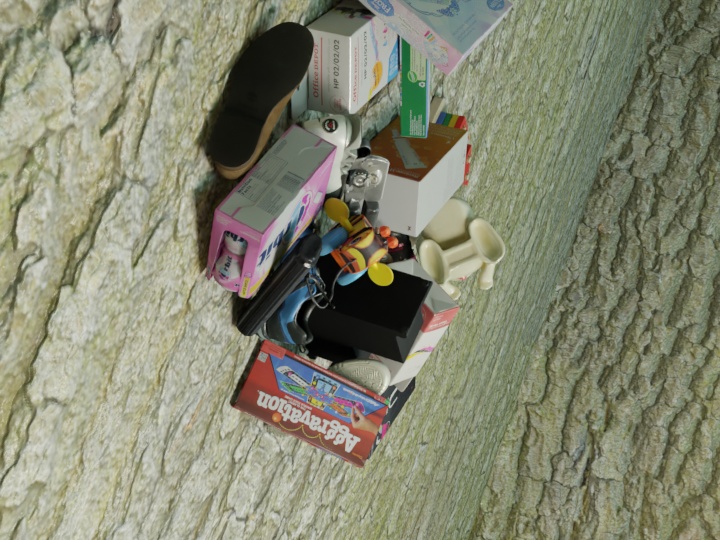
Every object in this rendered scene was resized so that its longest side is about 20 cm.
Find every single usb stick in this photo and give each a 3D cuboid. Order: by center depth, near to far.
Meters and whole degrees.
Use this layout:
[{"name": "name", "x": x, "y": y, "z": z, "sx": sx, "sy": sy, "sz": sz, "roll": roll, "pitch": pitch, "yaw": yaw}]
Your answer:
[{"name": "usb stick", "x": -0.102, "y": 0.021, "z": 1.262, "sx": 0.200, "sy": 0.033, "sz": 0.056, "roll": -47, "pitch": -172, "yaw": 48}]

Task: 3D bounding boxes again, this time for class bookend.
[{"name": "bookend", "x": 0.008, "y": 0.075, "z": 1.485, "sx": 0.092, "sy": 0.199, "sz": 0.199, "roll": -62, "pitch": 156, "yaw": -26}]

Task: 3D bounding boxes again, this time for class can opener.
[{"name": "can opener", "x": -0.001, "y": -0.097, "z": 1.417, "sx": 0.200, "sy": 0.053, "sz": 0.067, "roll": 103, "pitch": -18, "yaw": -50}]

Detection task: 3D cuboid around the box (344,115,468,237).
[{"name": "box", "x": 0.074, "y": -0.152, "z": 1.588, "sx": 0.200, "sy": 0.124, "sz": 0.098, "roll": -49, "pitch": 148, "yaw": -49}]

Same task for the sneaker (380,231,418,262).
[{"name": "sneaker", "x": 0.062, "y": -0.041, "z": 1.700, "sx": 0.077, "sy": 0.083, "sz": 0.201, "roll": -40, "pitch": 142, "yaw": -57}]

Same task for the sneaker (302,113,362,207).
[{"name": "sneaker", "x": -0.058, "y": -0.148, "z": 1.347, "sx": 0.200, "sy": 0.088, "sz": 0.074, "roll": 111, "pitch": -24, "yaw": -62}]

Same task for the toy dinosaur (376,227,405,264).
[{"name": "toy dinosaur", "x": 0.000, "y": 0.000, "z": 1.588, "sx": 0.135, "sy": 0.086, "sz": 0.201, "roll": -24, "pitch": 145, "yaw": -51}]

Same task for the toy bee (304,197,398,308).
[{"name": "toy bee", "x": 0.003, "y": -0.024, "z": 1.306, "sx": 0.131, "sy": 0.108, "sz": 0.200, "roll": 48, "pitch": 22, "yaw": -36}]

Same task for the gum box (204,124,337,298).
[{"name": "gum box", "x": -0.109, "y": -0.070, "z": 1.220, "sx": 0.200, "sy": 0.066, "sz": 0.114, "roll": -55, "pitch": 168, "yaw": -42}]

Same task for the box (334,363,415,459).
[{"name": "box", "x": 0.012, "y": 0.200, "z": 1.726, "sx": 0.200, "sy": 0.106, "sz": 0.123, "roll": -51, "pitch": 151, "yaw": -46}]

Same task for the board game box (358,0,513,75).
[{"name": "board game box", "x": 0.088, "y": -0.373, "z": 1.359, "sx": 0.043, "sy": 0.199, "sz": 0.200, "roll": -51, "pitch": 179, "yaw": 42}]

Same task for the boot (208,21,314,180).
[{"name": "boot", "x": -0.116, "y": -0.195, "z": 1.172, "sx": 0.201, "sy": 0.073, "sz": 0.075, "roll": -63, "pitch": 176, "yaw": -15}]

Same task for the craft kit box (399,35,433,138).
[{"name": "craft kit box", "x": 0.087, "y": -0.336, "z": 1.499, "sx": 0.200, "sy": 0.048, "sz": 0.198, "roll": 88, "pitch": 11, "yaw": -47}]

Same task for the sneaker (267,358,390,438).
[{"name": "sneaker", "x": -0.037, "y": 0.183, "z": 1.516, "sx": 0.200, "sy": 0.077, "sz": 0.111, "roll": -31, "pitch": 174, "yaw": 15}]

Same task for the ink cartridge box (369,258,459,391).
[{"name": "ink cartridge box", "x": 0.055, "y": 0.095, "z": 1.591, "sx": 0.067, "sy": 0.117, "sz": 0.200, "roll": -14, "pitch": 142, "yaw": -46}]

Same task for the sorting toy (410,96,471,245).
[{"name": "sorting toy", "x": 0.141, "y": -0.170, "z": 1.826, "sx": 0.199, "sy": 0.069, "sz": 0.201, "roll": 68, "pitch": 43, "yaw": -60}]

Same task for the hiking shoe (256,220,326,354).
[{"name": "hiking shoe", "x": -0.078, "y": 0.004, "z": 1.367, "sx": 0.074, "sy": 0.086, "sz": 0.201, "roll": -2, "pitch": 107, "yaw": -69}]

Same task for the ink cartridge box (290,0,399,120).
[{"name": "ink cartridge box", "x": -0.017, "y": -0.279, "z": 1.334, "sx": 0.200, "sy": 0.068, "sz": 0.116, "roll": -50, "pitch": 148, "yaw": -47}]

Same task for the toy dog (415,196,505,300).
[{"name": "toy dog", "x": 0.150, "y": -0.042, "z": 1.735, "sx": 0.139, "sy": 0.194, "sz": 0.200, "roll": -32, "pitch": 167, "yaw": 0}]

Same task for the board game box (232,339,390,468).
[{"name": "board game box", "x": -0.066, "y": 0.185, "z": 1.407, "sx": 0.103, "sy": 0.199, "sz": 0.019, "roll": -66, "pitch": -169, "yaw": -17}]
